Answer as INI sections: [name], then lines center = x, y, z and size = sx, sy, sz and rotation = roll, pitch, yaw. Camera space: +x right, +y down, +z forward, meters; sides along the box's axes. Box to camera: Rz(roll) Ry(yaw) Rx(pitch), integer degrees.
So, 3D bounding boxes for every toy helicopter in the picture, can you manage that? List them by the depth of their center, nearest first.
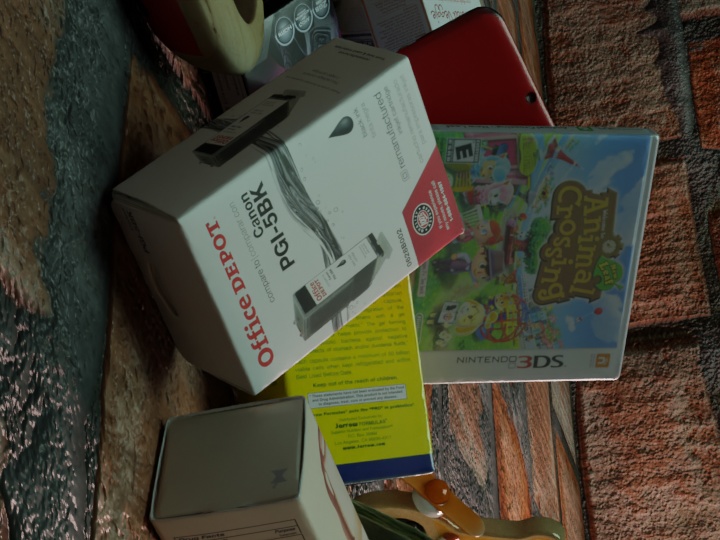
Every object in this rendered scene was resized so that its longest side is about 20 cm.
[toy helicopter]
center = 0.084, 0.225, 1.433
size = 0.079, 0.199, 0.133
rotation = -84, 178, -47

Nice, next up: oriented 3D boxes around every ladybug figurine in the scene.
[ladybug figurine]
center = -0.124, -0.226, 1.130
size = 0.136, 0.072, 0.201
rotation = -81, 158, -53

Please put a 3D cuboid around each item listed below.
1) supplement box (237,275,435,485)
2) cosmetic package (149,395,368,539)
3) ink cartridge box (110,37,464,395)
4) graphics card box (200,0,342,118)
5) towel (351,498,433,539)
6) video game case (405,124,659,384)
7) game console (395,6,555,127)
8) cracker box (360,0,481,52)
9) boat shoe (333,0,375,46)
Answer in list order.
[supplement box]
center = -0.027, 0.059, 1.185
size = 0.109, 0.109, 0.201
rotation = 154, -70, -65
[cosmetic package]
center = -0.056, 0.185, 1.076
size = 0.088, 0.103, 0.201
rotation = -88, 164, -45
[ink cartridge box]
center = -0.043, -0.037, 1.060
size = 0.200, 0.083, 0.147
rotation = -38, 126, -24
[graphics card box]
center = -0.055, -0.122, 1.303
size = 0.125, 0.051, 0.201
rotation = -41, 126, -40
[towel]
center = 0.033, 0.279, 1.348
size = 0.023, 0.152, 0.201
rotation = -33, 123, -30
[video game case]
center = 0.121, -0.010, 1.195
size = 0.022, 0.181, 0.201
rotation = -122, -146, -63
[game console]
center = 0.053, -0.084, 1.229
size = 0.119, 0.172, 0.201
rotation = -39, 113, -25
[cracker box]
center = 0.068, -0.177, 1.354
size = 0.134, 0.057, 0.201
rotation = -17, 90, -64
[boat shoe]
center = -0.002, -0.238, 1.442
size = 0.200, 0.070, 0.070
rotation = -90, 177, -75
